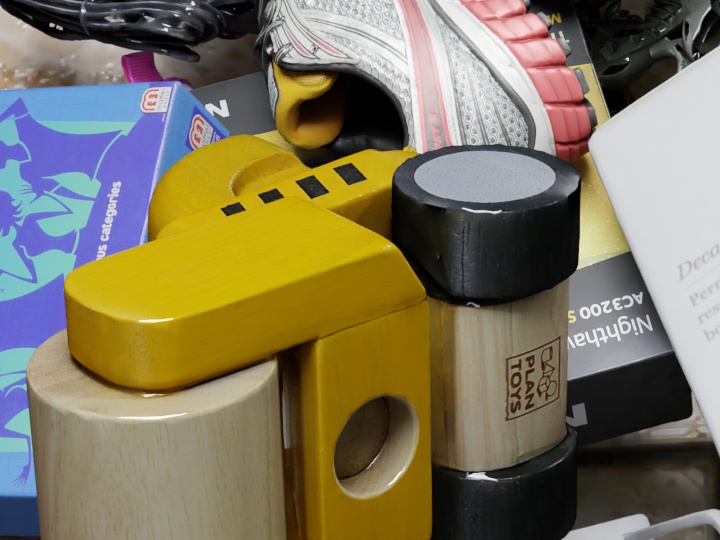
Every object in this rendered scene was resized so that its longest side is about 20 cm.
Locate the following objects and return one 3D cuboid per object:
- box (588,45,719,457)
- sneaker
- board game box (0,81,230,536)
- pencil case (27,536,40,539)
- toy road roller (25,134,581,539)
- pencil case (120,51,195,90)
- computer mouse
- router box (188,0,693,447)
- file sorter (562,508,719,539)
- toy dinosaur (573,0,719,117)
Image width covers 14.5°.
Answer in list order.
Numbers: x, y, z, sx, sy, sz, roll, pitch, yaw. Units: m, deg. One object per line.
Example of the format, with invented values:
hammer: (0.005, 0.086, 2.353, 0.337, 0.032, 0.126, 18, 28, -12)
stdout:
box: (0.220, 0.008, 0.918, 0.200, 0.199, 0.171, -35, 43, 15)
sneaker: (-0.011, -0.092, 0.974, 0.082, 0.078, 0.200, -38, 61, -14)
board game box: (-0.154, 0.014, 0.974, 0.200, 0.045, 0.152, -2, 65, 26)
pencil case: (-0.075, 0.087, 1.034, 0.083, 0.087, 0.200, -22, 57, -26)
toy road roller: (-0.032, 0.029, 0.859, 0.200, 0.123, 0.146, -21, 30, -36)
pencil case: (-0.024, -0.002, 1.076, 0.200, 0.088, 0.088, 31, 68, 21)
computer mouse: (-0.037, -0.116, 1.144, 0.200, 0.053, 0.138, -22, 26, -32)
router box: (0.000, 0.000, 0.994, 0.200, 0.052, 0.157, -16, 58, 0)
file sorter: (0.032, 0.163, 0.897, 0.200, 0.125, 0.139, -13, 83, -14)
toy dinosaur: (0.090, -0.067, 1.114, 0.136, 0.102, 0.200, -14, 74, 20)
